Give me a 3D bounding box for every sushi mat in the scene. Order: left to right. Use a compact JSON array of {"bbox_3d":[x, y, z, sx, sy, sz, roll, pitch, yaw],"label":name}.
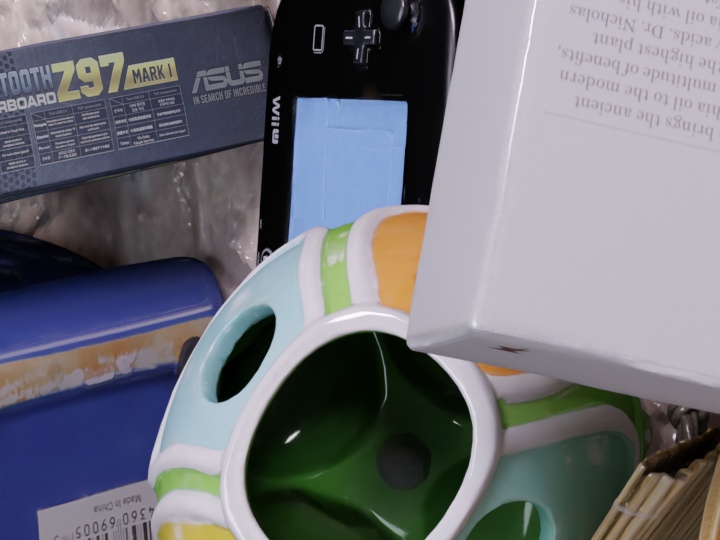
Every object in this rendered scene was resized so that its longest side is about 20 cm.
[{"bbox_3d":[0.060,0.111,0.826,0.012,0.096,0.200,43,126,19],"label":"sushi mat"}]

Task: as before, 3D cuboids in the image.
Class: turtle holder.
[{"bbox_3d":[-0.007,0.064,0.840,0.185,0.132,0.141,-31,82,5],"label":"turtle holder"}]

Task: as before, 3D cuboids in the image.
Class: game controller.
[{"bbox_3d":[0.000,0.000,0.953,0.104,0.042,0.201,6,93,46],"label":"game controller"}]

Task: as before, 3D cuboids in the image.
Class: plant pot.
[{"bbox_3d":[-0.150,0.090,1.049,0.179,0.200,0.201,2,99,41],"label":"plant pot"}]

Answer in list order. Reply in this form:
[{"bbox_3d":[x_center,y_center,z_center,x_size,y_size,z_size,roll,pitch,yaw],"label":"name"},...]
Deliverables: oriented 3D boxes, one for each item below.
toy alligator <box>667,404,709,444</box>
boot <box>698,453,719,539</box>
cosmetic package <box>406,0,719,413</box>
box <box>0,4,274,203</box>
[{"bbox_3d":[0.088,-0.033,0.860,0.054,0.059,0.201,-19,103,14],"label":"toy alligator"},{"bbox_3d":[0.155,0.123,0.722,0.143,0.071,0.202,-3,81,38],"label":"boot"},{"bbox_3d":[0.082,-0.071,0.711,0.071,0.101,0.201,162,119,-76],"label":"cosmetic package"},{"bbox_3d":[-0.146,-0.043,1.005,0.157,0.199,0.051,-8,95,49],"label":"box"}]
